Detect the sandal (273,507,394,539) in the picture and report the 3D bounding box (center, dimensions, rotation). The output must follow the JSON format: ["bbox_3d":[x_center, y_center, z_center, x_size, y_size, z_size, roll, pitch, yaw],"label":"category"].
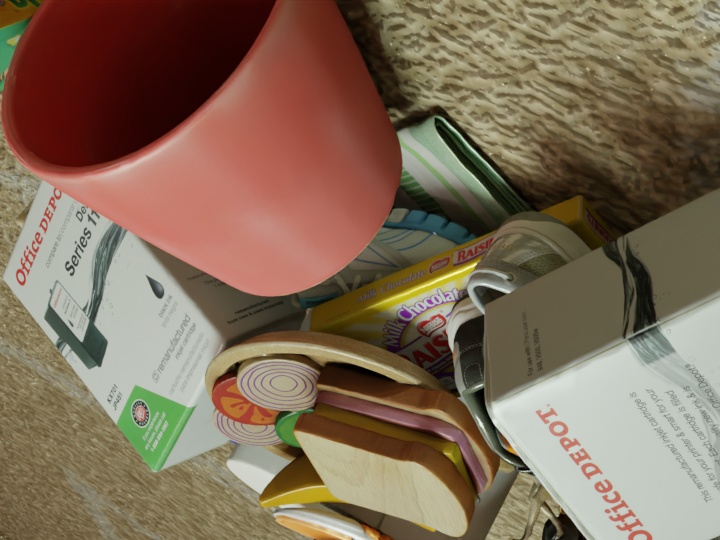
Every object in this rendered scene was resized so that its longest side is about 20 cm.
[{"bbox_3d":[0.027,0.227,1.139,0.206,0.059,0.079,29,164,-10],"label":"sandal"}]

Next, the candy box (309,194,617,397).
[{"bbox_3d":[0.076,0.027,1.009,0.199,0.026,0.102,-24,126,30],"label":"candy box"}]

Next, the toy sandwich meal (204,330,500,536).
[{"bbox_3d":[-0.010,0.112,1.048,0.204,0.071,0.206,13,150,8],"label":"toy sandwich meal"}]

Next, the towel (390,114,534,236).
[{"bbox_3d":[0.049,-0.026,1.086,0.153,0.023,0.200,45,157,-15],"label":"towel"}]

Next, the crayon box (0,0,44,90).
[{"bbox_3d":[-0.237,-0.174,1.015,0.119,0.200,0.058,35,119,6],"label":"crayon box"}]

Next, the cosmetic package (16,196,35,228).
[{"bbox_3d":[-0.189,-0.018,1.392,0.199,0.073,0.104,15,148,45],"label":"cosmetic package"}]

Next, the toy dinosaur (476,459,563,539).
[{"bbox_3d":[0.110,0.119,1.139,0.200,0.101,0.058,48,175,-12],"label":"toy dinosaur"}]

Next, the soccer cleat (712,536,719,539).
[{"bbox_3d":[0.210,0.186,1.105,0.201,0.085,0.069,61,174,-18],"label":"soccer cleat"}]

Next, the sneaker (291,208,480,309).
[{"bbox_3d":[0.000,0.000,1.060,0.199,0.087,0.075,21,146,19],"label":"sneaker"}]

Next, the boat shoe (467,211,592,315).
[{"bbox_3d":[0.138,0.059,0.928,0.202,0.065,0.074,50,140,-12],"label":"boat shoe"}]

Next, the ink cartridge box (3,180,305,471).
[{"bbox_3d":[-0.152,0.016,1.171,0.200,0.083,0.147,48,131,21],"label":"ink cartridge box"}]

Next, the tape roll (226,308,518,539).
[{"bbox_3d":[0.018,0.134,1.245,0.202,0.140,0.203,27,165,8],"label":"tape roll"}]

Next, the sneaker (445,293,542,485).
[{"bbox_3d":[0.114,0.103,0.991,0.074,0.080,0.200,-27,120,28],"label":"sneaker"}]

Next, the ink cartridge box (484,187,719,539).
[{"bbox_3d":[0.178,0.047,0.815,0.199,0.083,0.147,-27,122,19],"label":"ink cartridge box"}]

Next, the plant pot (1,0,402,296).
[{"bbox_3d":[-0.076,-0.089,0.958,0.200,0.201,0.177,16,159,42],"label":"plant pot"}]

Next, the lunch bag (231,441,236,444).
[{"bbox_3d":[-0.080,0.114,1.474,0.199,0.083,0.161,19,154,40],"label":"lunch bag"}]

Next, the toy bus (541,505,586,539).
[{"bbox_3d":[0.195,0.250,1.246,0.135,0.201,0.192,5,-175,3],"label":"toy bus"}]
